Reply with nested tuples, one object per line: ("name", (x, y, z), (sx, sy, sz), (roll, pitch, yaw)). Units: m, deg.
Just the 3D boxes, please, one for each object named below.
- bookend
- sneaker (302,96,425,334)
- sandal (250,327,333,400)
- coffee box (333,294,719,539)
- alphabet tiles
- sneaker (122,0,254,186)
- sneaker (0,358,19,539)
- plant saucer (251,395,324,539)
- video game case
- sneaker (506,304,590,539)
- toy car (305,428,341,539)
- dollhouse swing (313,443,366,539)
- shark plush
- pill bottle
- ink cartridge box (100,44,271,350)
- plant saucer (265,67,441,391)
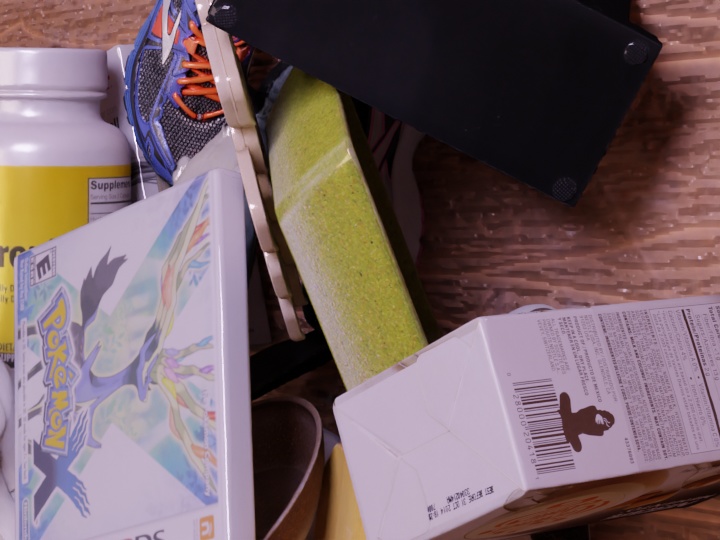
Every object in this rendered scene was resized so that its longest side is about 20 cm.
("bookend", (0.045, -0.143, 1.085), (0.092, 0.198, 0.200), (-63, 2, 21))
("sneaker", (-0.014, -0.059, 1.202), (0.080, 0.086, 0.201), (31, 118, 49))
("sandal", (-0.097, 0.068, 1.231), (0.045, 0.200, 0.075), (59, 151, 7))
("coffee box", (0.104, 0.068, 0.966), (0.114, 0.200, 0.080), (-31, 69, 48))
("alphabet tiles", (-0.059, -0.070, 1.123), (0.200, 0.015, 0.196), (76, 179, -54))
("sneaker", (-0.093, -0.147, 1.281), (0.078, 0.075, 0.201), (-165, 81, -66))
("sneaker", (-0.193, 0.099, 1.225), (0.075, 0.088, 0.200), (16, 130, 47))
("plant saucer", (-0.090, 0.149, 1.132), (0.037, 0.201, 0.200), (50, 147, -19))
("video game case", (-0.123, 0.066, 1.113), (0.182, 0.022, 0.201), (-20, 66, 43))
("sneaker", (0.075, 0.117, 1.113), (0.085, 0.073, 0.201), (3, 96, 50))
("toy car", (-0.071, 0.197, 1.247), (0.175, 0.150, 0.200), (-50, 55, 43))
("dollhouse swing", (0.053, 0.207, 1.078), (0.176, 0.181, 0.200), (-69, 16, 1))
("shark plush", (-0.082, -0.040, 1.273), (0.091, 0.083, 0.201), (1, 73, 30))
("pill bottle", (-0.193, -0.033, 1.280), (0.111, 0.111, 0.201), (6, 97, 52))
("ink cartridge box", (-0.143, -0.033, 1.373), (0.146, 0.084, 0.201), (-21, 77, 50))
("plant saucer", (0.000, 0.000, 1.078), (0.200, 0.048, 0.200), (-103, -8, -68))
